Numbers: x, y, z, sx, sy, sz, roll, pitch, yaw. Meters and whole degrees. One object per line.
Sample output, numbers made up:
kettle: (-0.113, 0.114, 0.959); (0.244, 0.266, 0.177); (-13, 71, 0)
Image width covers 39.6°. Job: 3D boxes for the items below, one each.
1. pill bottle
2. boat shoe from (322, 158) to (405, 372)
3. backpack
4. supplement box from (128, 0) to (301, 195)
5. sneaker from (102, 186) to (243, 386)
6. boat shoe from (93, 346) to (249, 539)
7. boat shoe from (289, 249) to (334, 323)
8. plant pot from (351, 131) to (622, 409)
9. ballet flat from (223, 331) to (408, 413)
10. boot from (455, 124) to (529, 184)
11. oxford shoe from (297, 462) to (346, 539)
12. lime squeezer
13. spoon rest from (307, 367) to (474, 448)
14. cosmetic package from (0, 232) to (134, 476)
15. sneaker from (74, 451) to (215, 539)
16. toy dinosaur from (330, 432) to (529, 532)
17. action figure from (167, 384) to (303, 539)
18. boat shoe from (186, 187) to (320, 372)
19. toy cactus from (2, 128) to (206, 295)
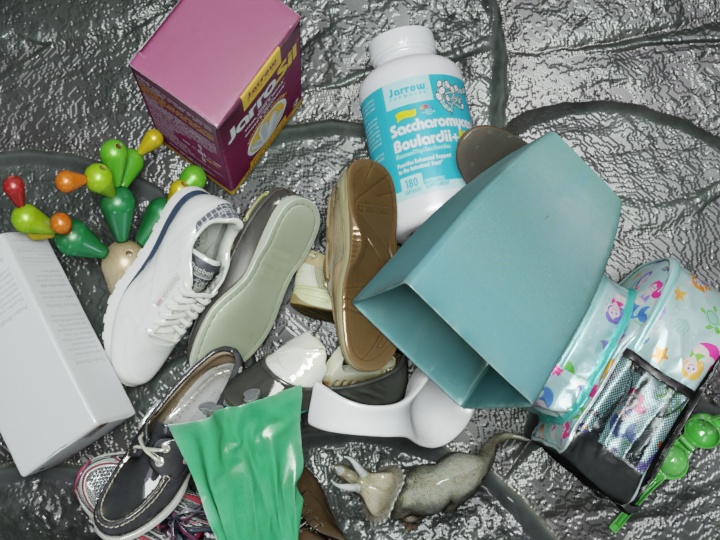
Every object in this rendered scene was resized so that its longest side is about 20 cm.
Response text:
pill bottle: (0.059, -0.136, 1.000); (0.108, 0.111, 0.204); (-10, 78, -6)
boat shoe: (0.000, 0.000, 0.932); (0.070, 0.064, 0.204); (14, 65, -27)
backpack: (0.229, 0.082, 0.877); (0.150, 0.178, 0.201); (39, 87, 3)
supplement box: (-0.129, -0.178, 0.952); (0.102, 0.200, 0.132); (35, 79, 5)
sneaker: (-0.177, 0.022, 0.943); (0.080, 0.076, 0.203); (28, 96, 42)
boat shoe: (-0.169, 0.152, 0.900); (0.073, 0.061, 0.200); (30, 60, 26)
boat shoe: (0.031, 0.027, 0.985); (0.196, 0.073, 0.064); (10, 74, 9)
plant pot: (0.121, -0.007, 0.851); (0.141, 0.141, 0.201); (42, 71, -8)
ballet flat: (-0.035, 0.091, 0.927); (0.197, 0.068, 0.070); (0, 118, -39)
boot: (0.153, -0.086, 0.974); (0.198, 0.076, 0.074); (30, 107, -36)
oxford shoe: (-0.055, 0.231, 0.926); (0.072, 0.085, 0.201); (-38, 81, -9)
lime squeezer: (0.319, 0.181, 0.972); (0.038, 0.071, 0.200); (40, 108, -10)
spoon rest: (0.046, 0.124, 0.926); (0.197, 0.060, 0.102); (-2, 109, -40)
cosmetic package: (-0.306, 0.075, 0.936); (0.101, 0.074, 0.202); (-32, 82, 17)
sneaker: (-0.173, 0.228, 0.924); (0.197, 0.075, 0.082); (26, 77, 3)
toy dinosaur: (0.071, 0.201, 0.931); (0.195, 0.102, 0.079); (-8, 78, -4)
action figure: (-0.091, 0.207, 0.855); (0.116, 0.055, 0.204); (-12, 102, -17)
boat shoe: (-0.113, 0.012, 0.984); (0.060, 0.071, 0.203); (31, 88, 48)
toy cactus: (-0.240, -0.043, 0.965); (0.198, 0.101, 0.169); (-22, 115, -43)
